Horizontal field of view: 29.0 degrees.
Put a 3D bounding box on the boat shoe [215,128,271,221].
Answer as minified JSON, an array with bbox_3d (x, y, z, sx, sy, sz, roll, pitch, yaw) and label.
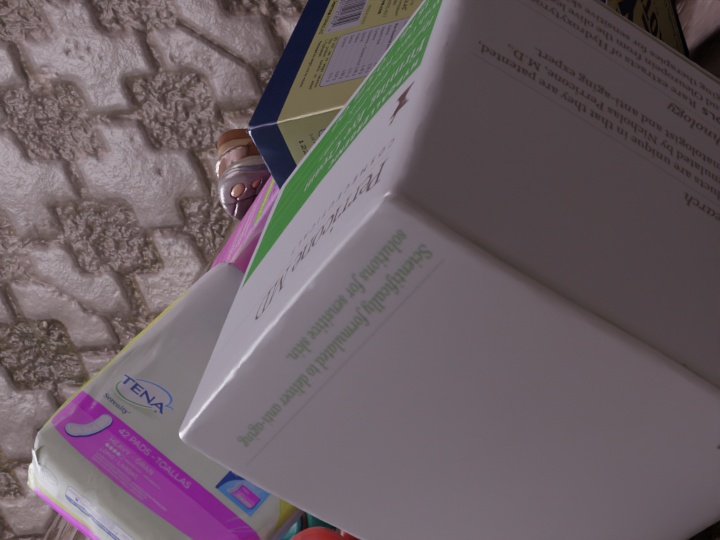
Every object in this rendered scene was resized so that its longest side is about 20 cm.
[{"bbox_3d":[-0.028,-0.070,1.101,0.076,0.199,0.072,-46,47,30],"label":"boat shoe"}]

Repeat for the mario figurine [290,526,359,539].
[{"bbox_3d":[-0.040,0.192,0.853,0.200,0.105,0.125,127,136,-69],"label":"mario figurine"}]

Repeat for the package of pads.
[{"bbox_3d":[-0.096,0.103,0.887,0.200,0.154,0.068,-45,-15,-36],"label":"package of pads"}]

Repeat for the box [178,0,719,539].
[{"bbox_3d":[0.065,0.013,0.600,0.199,0.199,0.172,-47,18,46],"label":"box"}]

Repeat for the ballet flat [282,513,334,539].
[{"bbox_3d":[-0.066,0.111,1.062,0.070,0.201,0.067,-12,-22,-41],"label":"ballet flat"}]

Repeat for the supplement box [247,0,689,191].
[{"bbox_3d":[0.073,-0.106,0.808,0.198,0.135,0.201,-9,38,25],"label":"supplement box"}]

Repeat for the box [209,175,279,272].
[{"bbox_3d":[0.000,0.000,0.998,0.200,0.175,0.097,-53,12,33],"label":"box"}]
